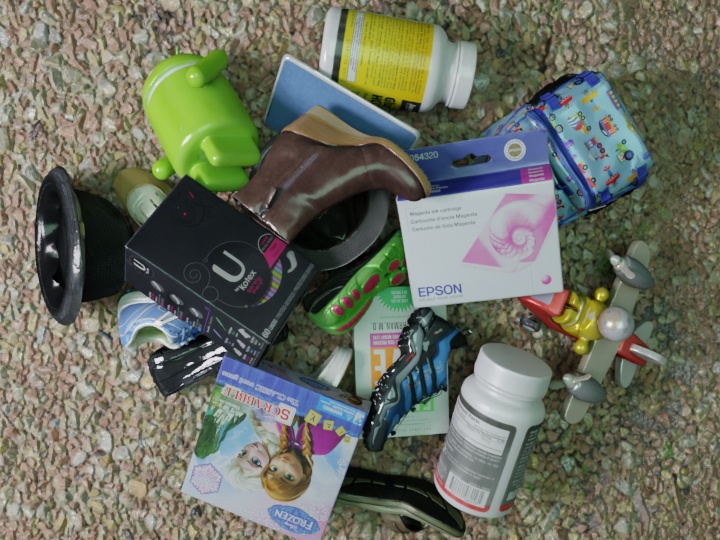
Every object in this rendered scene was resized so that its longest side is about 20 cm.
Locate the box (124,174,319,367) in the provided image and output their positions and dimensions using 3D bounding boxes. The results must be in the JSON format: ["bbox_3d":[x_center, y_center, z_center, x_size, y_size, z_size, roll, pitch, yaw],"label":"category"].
[{"bbox_3d":[-0.169,0.004,0.857,0.198,0.106,0.123,33,61,-2],"label":"box"}]

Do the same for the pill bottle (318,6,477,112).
[{"bbox_3d":[0.047,-0.271,0.929,0.196,0.112,0.115,9,92,-3],"label":"pill bottle"}]

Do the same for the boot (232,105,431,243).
[{"bbox_3d":[-0.034,-0.093,0.846,0.199,0.073,0.167,33,74,17],"label":"boot"}]

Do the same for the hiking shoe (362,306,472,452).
[{"bbox_3d":[0.071,0.151,0.922,0.086,0.074,0.202,27,85,-5],"label":"hiking shoe"}]

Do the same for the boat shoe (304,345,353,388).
[{"bbox_3d":[-0.087,0.175,0.958,0.069,0.071,0.201,37,93,0],"label":"boat shoe"}]

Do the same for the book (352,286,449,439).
[{"bbox_3d":[0.055,0.124,0.980,0.131,0.048,0.204,-2,89,-4],"label":"book"}]

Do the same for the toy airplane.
[{"bbox_3d":[0.325,0.080,0.938,0.196,0.141,0.203,-18,88,-9],"label":"toy airplane"}]

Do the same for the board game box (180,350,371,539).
[{"bbox_3d":[-0.110,0.228,0.916,0.197,0.041,0.202,20,102,3],"label":"board game box"}]

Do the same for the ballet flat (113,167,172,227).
[{"bbox_3d":[-0.255,-0.063,0.946,0.069,0.063,0.200,-45,93,-1],"label":"ballet flat"}]

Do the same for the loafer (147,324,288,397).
[{"bbox_3d":[-0.187,0.115,0.956,0.197,0.068,0.071,-18,101,3],"label":"loafer"}]

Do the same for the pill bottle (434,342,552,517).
[{"bbox_3d":[0.175,0.206,0.929,0.112,0.114,0.203,14,106,-3],"label":"pill bottle"}]

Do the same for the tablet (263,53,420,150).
[{"bbox_3d":[-0.028,-0.189,0.931,0.198,0.130,0.014,29,54,-4],"label":"tablet"}]

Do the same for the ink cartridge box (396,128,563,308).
[{"bbox_3d":[0.147,-0.060,0.888,0.193,0.043,0.203,-7,109,13],"label":"ink cartridge box"}]

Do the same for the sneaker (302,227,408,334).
[{"bbox_3d":[0.000,0.000,0.928,0.199,0.083,0.078,-39,137,-36],"label":"sneaker"}]

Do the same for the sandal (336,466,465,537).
[{"bbox_3d":[0.048,0.324,0.976,0.198,0.080,0.058,15,109,3],"label":"sandal"}]

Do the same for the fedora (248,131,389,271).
[{"bbox_3d":[-0.055,-0.089,0.937,0.177,0.090,0.200,-44,79,-3],"label":"fedora"}]

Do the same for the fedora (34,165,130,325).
[{"bbox_3d":[-0.355,-0.032,0.917,0.091,0.199,0.205,-1,93,-38],"label":"fedora"}]

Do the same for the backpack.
[{"bbox_3d":[0.250,-0.141,0.933,0.198,0.135,0.185,-29,94,-1],"label":"backpack"}]

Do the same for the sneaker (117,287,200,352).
[{"bbox_3d":[-0.222,0.064,0.933,0.196,0.076,0.078,-8,54,2],"label":"sneaker"}]

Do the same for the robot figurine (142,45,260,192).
[{"bbox_3d":[-0.203,-0.190,0.900,0.114,0.176,0.201,-11,57,-39],"label":"robot figurine"}]
